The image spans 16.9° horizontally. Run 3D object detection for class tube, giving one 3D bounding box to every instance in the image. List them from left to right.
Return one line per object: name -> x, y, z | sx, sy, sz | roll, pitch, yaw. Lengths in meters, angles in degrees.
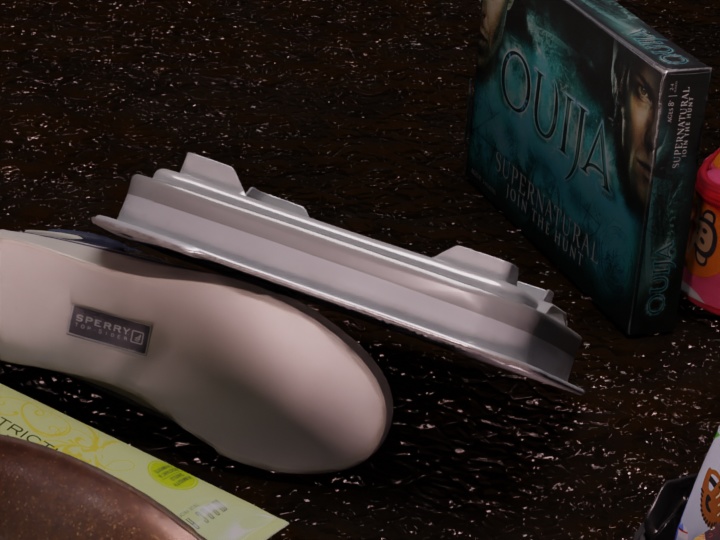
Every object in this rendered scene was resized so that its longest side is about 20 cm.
tube -> -0.130, 0.075, 0.952 | 0.200, 0.052, 0.058 | 23, 70, 25

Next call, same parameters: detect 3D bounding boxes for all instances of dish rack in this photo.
dish rack -> 0.000, 0.000, 1.036 | 0.200, 0.044, 0.172 | 19, -3, 15

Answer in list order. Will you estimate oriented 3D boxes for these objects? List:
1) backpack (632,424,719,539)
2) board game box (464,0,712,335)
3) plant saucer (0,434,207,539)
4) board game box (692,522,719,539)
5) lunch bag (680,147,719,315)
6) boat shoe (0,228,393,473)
backpack -> 0.215, 0.065, 0.862 | 0.200, 0.191, 0.154 | -6, 27, -23
board game box -> 0.107, -0.072, 1.206 | 0.028, 0.135, 0.200 | -6, 26, -21
plant saucer -> -0.100, 0.133, 0.767 | 0.200, 0.037, 0.200 | 28, 27, -16
board game box -> 0.094, 0.142, 0.721 | 0.200, 0.035, 0.136 | -33, 23, -1
lunch bag -> 0.265, -0.023, 1.203 | 0.176, 0.082, 0.200 | 19, 30, 21
boat shoe -> -0.073, 0.026, 1.044 | 0.200, 0.075, 0.093 | 21, 11, 10
